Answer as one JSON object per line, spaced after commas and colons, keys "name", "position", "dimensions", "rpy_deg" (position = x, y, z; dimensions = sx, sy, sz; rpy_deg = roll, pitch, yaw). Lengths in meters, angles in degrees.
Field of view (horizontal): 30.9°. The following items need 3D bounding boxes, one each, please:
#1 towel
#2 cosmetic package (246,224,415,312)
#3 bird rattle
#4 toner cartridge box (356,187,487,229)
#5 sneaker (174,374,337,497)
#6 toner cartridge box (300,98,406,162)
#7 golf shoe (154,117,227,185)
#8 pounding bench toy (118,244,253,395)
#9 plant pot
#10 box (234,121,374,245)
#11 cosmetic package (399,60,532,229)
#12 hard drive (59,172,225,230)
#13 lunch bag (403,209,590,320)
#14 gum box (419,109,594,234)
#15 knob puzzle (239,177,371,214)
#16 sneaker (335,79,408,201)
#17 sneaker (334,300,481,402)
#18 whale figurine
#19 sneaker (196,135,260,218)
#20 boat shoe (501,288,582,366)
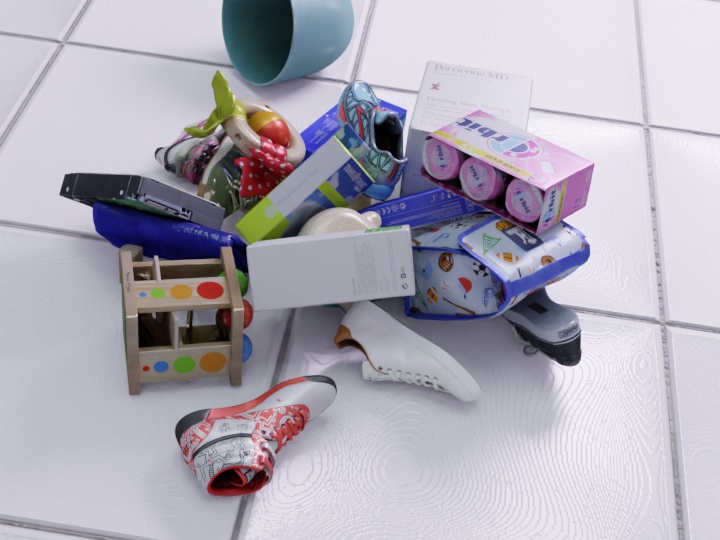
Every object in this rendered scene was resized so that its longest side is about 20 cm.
{"name": "towel", "position": [-0.245, -0.035, 1.715], "dimensions": [0.198, 0.148, 0.050], "rpy_deg": [13, 82, 12]}
{"name": "cosmetic package", "position": [-0.034, -0.003, 1.599], "dimensions": [0.197, 0.086, 0.108], "rpy_deg": [-5, 5, 2]}
{"name": "bird rattle", "position": [-0.136, -0.186, 1.790], "dimensions": [0.200, 0.113, 0.163], "rpy_deg": [39, 28, 20]}
{"name": "toner cartridge box", "position": [0.097, -0.088, 1.787], "dimensions": [0.198, 0.044, 0.095], "rpy_deg": [-13, 4, 22]}
{"name": "sneaker", "position": [-0.103, 0.194, 1.491], "dimensions": [0.199, 0.068, 0.108], "rpy_deg": [-15, 44, -19]}
{"name": "toner cartridge box", "position": [-0.018, -0.199, 1.944], "dimensions": [0.094, 0.044, 0.200], "rpy_deg": [25, 40, 18]}
{"name": "golf shoe", "position": [-0.224, -0.207, 1.961], "dimensions": [0.091, 0.073, 0.200], "rpy_deg": [24, 42, 23]}
{"name": "pounding bench toy", "position": [-0.219, 0.035, 1.621], "dimensions": [0.154, 0.125, 0.201], "rpy_deg": [-4, 40, -12]}
{"name": "plant pot", "position": [-0.108, -0.409, 2.139], "dimensions": [0.160, 0.202, 0.200], "rpy_deg": [-10, 40, -40]}
{"name": "box", "position": [-0.064, -0.098, 1.734], "dimensions": [0.200, 0.122, 0.048], "rpy_deg": [-42, 70, 4]}
{"name": "cosmetic package", "position": [0.153, -0.176, 1.900], "dimensions": [0.165, 0.168, 0.201], "rpy_deg": [10, 38, 5]}
{"name": "hard drive", "position": [-0.288, -0.091, 1.716], "dimensions": [0.139, 0.038, 0.199], "rpy_deg": [21, -9, -40]}
{"name": "lunch bag", "position": [0.169, -0.010, 1.657], "dimensions": [0.169, 0.125, 0.199], "rpy_deg": [-23, 18, -36]}
{"name": "gum box", "position": [0.182, -0.131, 1.663], "dimensions": [0.199, 0.067, 0.113], "rpy_deg": [30, 39, 32]}
{"name": "knob puzzle", "position": [-0.072, -0.095, 1.877], "dimensions": [0.217, 0.031, 0.221], "rpy_deg": [4, 38, -3]}
{"name": "sneaker", "position": [0.029, -0.200, 1.840], "dimensions": [0.079, 0.096, 0.202], "rpy_deg": [6, 53, -31]}
{"name": "sneaker", "position": [0.055, 0.120, 1.618], "dimensions": [0.199, 0.073, 0.085], "rpy_deg": [32, 76, 20]}
{"name": "whale figurine", "position": [0.000, 0.000, 1.732], "dimensions": [0.198, 0.104, 0.161], "rpy_deg": [17, 62, -20]}
{"name": "sneaker", "position": [-0.166, -0.127, 1.823], "dimensions": [0.089, 0.068, 0.201], "rpy_deg": [5, 35, 8]}
{"name": "boat shoe", "position": [0.233, 0.070, 1.684], "dimensions": [0.073, 0.069, 0.199], "rpy_deg": [-23, 21, -15]}
